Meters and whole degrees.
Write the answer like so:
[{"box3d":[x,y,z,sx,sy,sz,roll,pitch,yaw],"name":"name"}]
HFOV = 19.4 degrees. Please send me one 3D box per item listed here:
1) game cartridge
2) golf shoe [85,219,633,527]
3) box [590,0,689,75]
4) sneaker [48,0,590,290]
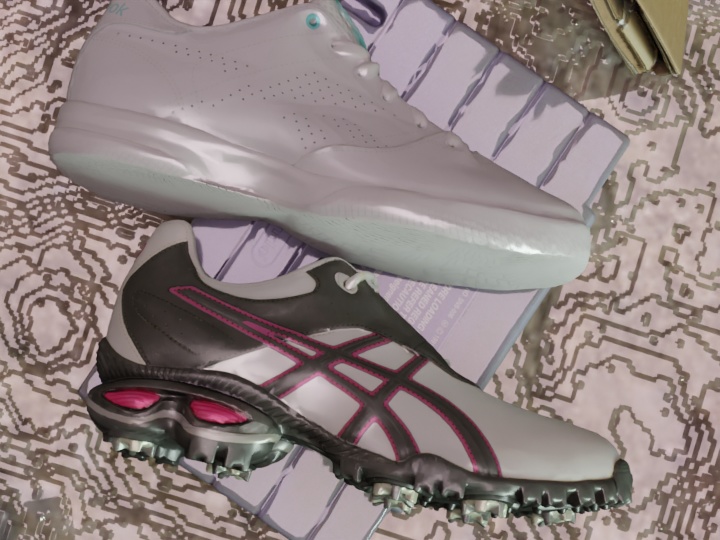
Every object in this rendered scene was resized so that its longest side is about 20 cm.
[{"box3d":[0.000,0.000,0.803,0.129,0.038,0.201,35,86,-5],"name":"game cartridge"},{"box3d":[0.005,0.040,0.750,0.199,0.077,0.089,13,79,-3],"name":"golf shoe"},{"box3d":[0.109,-0.183,0.754,0.021,0.163,0.201,7,86,15],"name":"box"},{"box3d":[-0.007,-0.054,0.760,0.199,0.075,0.089,16,74,-1],"name":"sneaker"}]
